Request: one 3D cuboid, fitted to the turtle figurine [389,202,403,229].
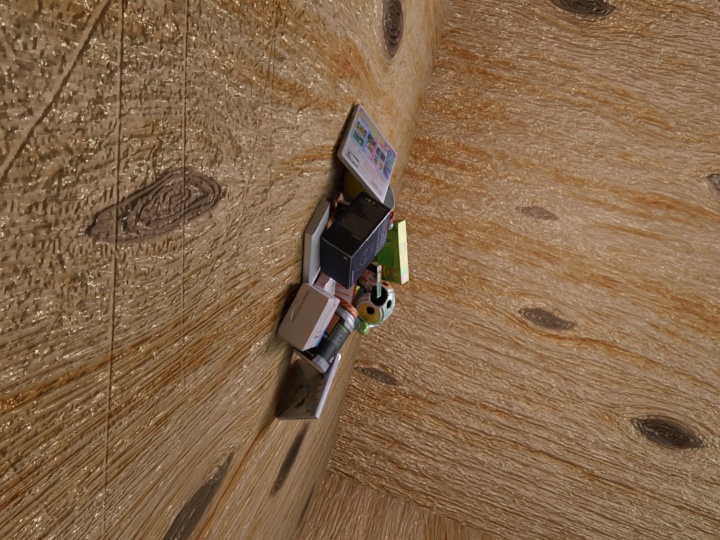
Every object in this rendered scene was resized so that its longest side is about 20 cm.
[{"bbox_3d":[0.034,-0.164,1.692,0.101,0.193,0.155,42,66,-82],"label":"turtle figurine"}]

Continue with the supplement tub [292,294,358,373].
[{"bbox_3d":[-0.098,0.181,1.553,0.202,0.121,0.123,-54,168,-15],"label":"supplement tub"}]

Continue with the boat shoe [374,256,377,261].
[{"bbox_3d":[0.041,-0.054,1.839,0.199,0.062,0.072,-26,172,-45],"label":"boat shoe"}]

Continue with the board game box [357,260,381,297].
[{"bbox_3d":[0.000,0.000,1.718,0.023,0.198,0.108,-19,122,-31],"label":"board game box"}]

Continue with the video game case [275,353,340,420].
[{"bbox_3d":[-0.154,0.342,1.576,0.179,0.022,0.205,-16,-138,42],"label":"video game case"}]

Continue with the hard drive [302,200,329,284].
[{"bbox_3d":[-0.119,-0.062,1.400,0.204,0.025,0.134,100,9,-46],"label":"hard drive"}]

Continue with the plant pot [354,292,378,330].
[{"bbox_3d":[-0.035,0.160,2.041,0.200,0.192,0.140,46,34,-82],"label":"plant pot"}]

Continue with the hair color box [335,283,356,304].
[{"bbox_3d":[-0.070,0.057,1.730,0.065,0.107,0.205,-65,170,-50],"label":"hair color box"}]

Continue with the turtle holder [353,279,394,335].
[{"bbox_3d":[0.034,0.110,1.768,0.183,0.143,0.132,-34,173,-16],"label":"turtle holder"}]

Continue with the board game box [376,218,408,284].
[{"bbox_3d":[0.103,-0.066,1.780,0.047,0.099,0.208,-24,116,-47],"label":"board game box"}]

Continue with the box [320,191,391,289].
[{"bbox_3d":[-0.014,-0.082,1.454,0.201,0.105,0.151,-50,162,-31],"label":"box"}]

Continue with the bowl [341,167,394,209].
[{"bbox_3d":[0.006,-0.241,1.573,0.106,0.203,0.201,-27,-165,24],"label":"bowl"}]

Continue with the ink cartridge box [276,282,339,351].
[{"bbox_3d":[-0.131,0.120,1.387,0.149,0.082,0.200,-62,174,0],"label":"ink cartridge box"}]

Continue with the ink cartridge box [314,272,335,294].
[{"bbox_3d":[-0.120,0.098,1.643,0.121,0.041,0.204,-56,161,-36],"label":"ink cartridge box"}]

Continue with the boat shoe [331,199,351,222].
[{"bbox_3d":[-0.047,-0.157,1.566,0.200,0.073,0.064,132,-19,-82],"label":"boat shoe"}]

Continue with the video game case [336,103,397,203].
[{"bbox_3d":[0.023,-0.316,1.459,0.200,0.023,0.187,44,51,-38],"label":"video game case"}]
